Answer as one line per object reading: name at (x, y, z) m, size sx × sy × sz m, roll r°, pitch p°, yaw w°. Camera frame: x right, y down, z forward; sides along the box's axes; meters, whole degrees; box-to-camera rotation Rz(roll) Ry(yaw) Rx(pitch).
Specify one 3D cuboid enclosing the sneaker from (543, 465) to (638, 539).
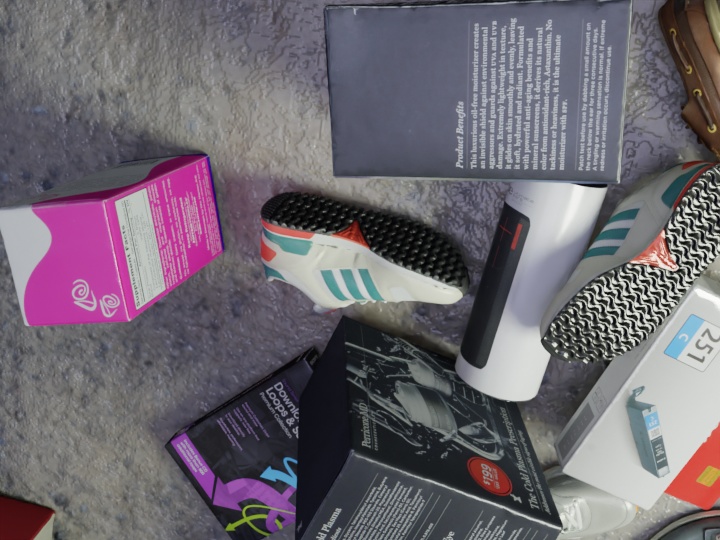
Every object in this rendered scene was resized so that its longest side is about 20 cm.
sneaker at (0.159, 0.238, 0.775) m, size 0.198 × 0.092 × 0.077 m, roll -10°, pitch 103°, yaw 16°

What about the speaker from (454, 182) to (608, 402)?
speaker at (0.146, 0.007, 0.716) m, size 0.080 × 0.081 × 0.202 m, roll 17°, pitch 111°, yaw 9°

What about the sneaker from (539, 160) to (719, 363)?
sneaker at (0.220, -0.010, 0.669) m, size 0.070 × 0.093 × 0.200 m, roll 40°, pitch 99°, yaw -13°

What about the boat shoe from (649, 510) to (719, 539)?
boat shoe at (0.347, 0.261, 0.749) m, size 0.198 × 0.062 × 0.073 m, roll -23°, pitch 102°, yaw 21°

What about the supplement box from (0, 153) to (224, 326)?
supplement box at (-0.209, -0.034, 0.731) m, size 0.100 × 0.200 × 0.105 m, roll -3°, pitch 105°, yaw 15°

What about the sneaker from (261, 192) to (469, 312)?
sneaker at (-0.001, 0.000, 0.761) m, size 0.198 × 0.071 × 0.094 m, roll 18°, pitch 128°, yaw 7°

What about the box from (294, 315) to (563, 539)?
box at (0.047, 0.157, 0.698) m, size 0.180 × 0.200 × 0.105 m, roll 22°, pitch 113°, yaw -14°

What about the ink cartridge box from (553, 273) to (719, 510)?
ink cartridge box at (0.292, 0.119, 0.704) m, size 0.175 × 0.045 × 0.201 m, roll 24°, pitch 113°, yaw -10°

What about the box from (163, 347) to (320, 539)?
box at (-0.088, 0.188, 0.855) m, size 0.199 × 0.036 × 0.144 m, roll -33°, pitch 96°, yaw 20°

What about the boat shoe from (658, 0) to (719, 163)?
boat shoe at (0.292, -0.131, 0.651) m, size 0.067 × 0.072 × 0.202 m, roll -4°, pitch 117°, yaw 50°

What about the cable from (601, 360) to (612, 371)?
cable at (0.231, 0.089, 0.733) m, size 0.096 × 0.050 × 0.202 m, roll 10°, pitch 107°, yaw 11°

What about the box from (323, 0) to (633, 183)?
box at (0.094, -0.142, 0.622) m, size 0.196 × 0.200 × 0.125 m, roll 3°, pitch 108°, yaw 14°

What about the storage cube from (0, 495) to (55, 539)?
storage cube at (-0.467, 0.362, 0.924) m, size 0.178 × 0.200 × 0.173 m, roll 13°, pitch 109°, yaw 3°
